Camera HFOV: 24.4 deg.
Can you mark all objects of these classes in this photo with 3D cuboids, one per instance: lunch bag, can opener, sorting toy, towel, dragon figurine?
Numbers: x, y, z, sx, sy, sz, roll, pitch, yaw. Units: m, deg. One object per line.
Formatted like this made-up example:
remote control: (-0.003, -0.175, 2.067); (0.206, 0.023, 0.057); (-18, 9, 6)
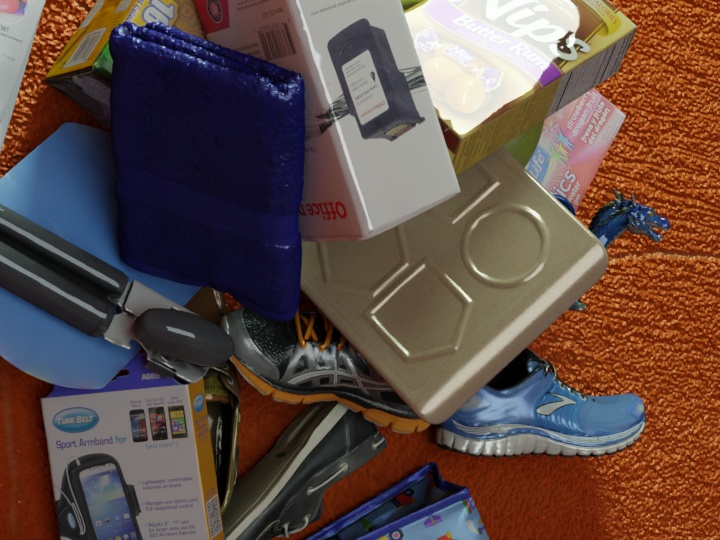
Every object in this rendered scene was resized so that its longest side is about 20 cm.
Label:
lunch bag: (0.014, 0.274, 1.346); (0.199, 0.094, 0.152); (-26, 104, -12)
can opener: (-0.178, 0.012, 1.162); (0.199, 0.067, 0.054); (31, 54, -20)
sorting toy: (0.055, -0.013, 1.241); (0.185, 0.037, 0.200); (-41, 72, -6)
towel: (-0.101, -0.069, 1.139); (0.050, 0.147, 0.201); (-54, 156, -44)
dragon figurine: (0.135, -0.027, 1.286); (0.198, 0.059, 0.100); (10, 85, 4)

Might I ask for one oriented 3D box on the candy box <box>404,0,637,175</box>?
candy box: (0.100, -0.163, 1.259); (0.199, 0.057, 0.117); (-33, 67, -32)

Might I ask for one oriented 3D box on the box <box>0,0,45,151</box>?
box: (-0.323, -0.130, 1.180); (0.155, 0.041, 0.202); (18, 84, -27)

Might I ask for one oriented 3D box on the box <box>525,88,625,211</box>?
box: (0.118, -0.069, 1.375); (0.094, 0.102, 0.201); (35, 76, -23)

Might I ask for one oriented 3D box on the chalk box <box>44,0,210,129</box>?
chalk box: (-0.109, -0.138, 1.245); (0.199, 0.124, 0.124); (36, 75, -24)

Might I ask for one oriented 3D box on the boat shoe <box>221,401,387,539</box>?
boat shoe: (-0.059, 0.180, 1.303); (0.200, 0.072, 0.068); (-44, 108, -23)

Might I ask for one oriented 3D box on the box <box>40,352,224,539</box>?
box: (-0.166, 0.161, 1.230); (0.118, 0.041, 0.202); (-6, 93, 14)

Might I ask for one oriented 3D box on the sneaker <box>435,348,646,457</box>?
sneaker: (0.158, 0.110, 1.411); (0.198, 0.078, 0.090); (2, 92, -27)

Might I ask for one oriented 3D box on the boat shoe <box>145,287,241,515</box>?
boat shoe: (-0.119, 0.089, 1.272); (0.071, 0.068, 0.202); (-7, 94, -27)

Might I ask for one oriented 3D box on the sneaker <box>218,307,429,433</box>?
sneaker: (-0.015, 0.061, 1.285); (0.199, 0.077, 0.079); (16, 39, -26)

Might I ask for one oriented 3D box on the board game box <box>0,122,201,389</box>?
board game box: (-0.211, -0.005, 1.217); (0.158, 0.039, 0.200); (48, 55, -9)

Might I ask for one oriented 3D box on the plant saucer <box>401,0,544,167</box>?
plant saucer: (0.048, -0.139, 1.317); (0.198, 0.031, 0.202); (-1, 73, 2)

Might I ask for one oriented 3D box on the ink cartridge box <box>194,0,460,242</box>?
ink cartridge box: (-0.027, -0.128, 1.136); (0.084, 0.144, 0.202); (-23, 101, -26)
